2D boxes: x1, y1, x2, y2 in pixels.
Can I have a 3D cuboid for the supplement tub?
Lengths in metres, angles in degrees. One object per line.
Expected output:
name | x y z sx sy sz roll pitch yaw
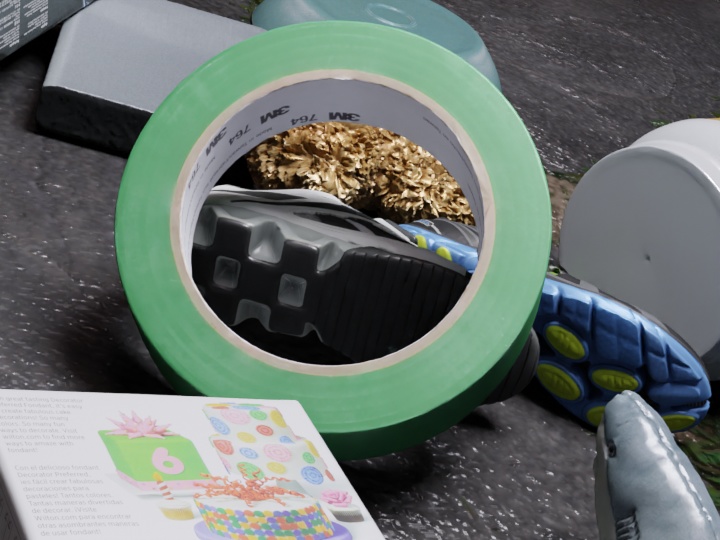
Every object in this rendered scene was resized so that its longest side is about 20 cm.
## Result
supplement tub | 0.221 -0.016 1.031 0.199 0.146 0.144 -9 37 -46

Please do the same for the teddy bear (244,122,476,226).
teddy bear | 0.022 -0.073 1.062 0.198 0.067 0.146 18 36 -31

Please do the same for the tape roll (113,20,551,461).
tape roll | -0.012 -0.015 0.827 0.198 0.048 0.203 0 69 0

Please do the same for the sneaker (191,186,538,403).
sneaker | 0.000 0.000 0.909 0.198 0.075 0.089 22 27 3

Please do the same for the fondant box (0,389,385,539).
fondant box | -0.058 0.123 0.655 0.143 0.059 0.200 5 30 -29

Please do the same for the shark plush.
shark plush | 0.143 0.138 0.737 0.090 0.084 0.200 9 27 -22

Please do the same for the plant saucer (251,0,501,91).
plant saucer | 0.018 -0.177 1.341 0.198 0.036 0.201 16 25 -8

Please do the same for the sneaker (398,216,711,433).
sneaker | 0.102 0.019 0.962 0.198 0.071 0.083 27 32 23

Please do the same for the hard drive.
hard drive | -0.124 -0.122 1.130 0.138 0.033 0.201 15 26 -10

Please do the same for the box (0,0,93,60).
box | -0.260 -0.201 1.093 0.162 0.087 0.200 11 24 10
